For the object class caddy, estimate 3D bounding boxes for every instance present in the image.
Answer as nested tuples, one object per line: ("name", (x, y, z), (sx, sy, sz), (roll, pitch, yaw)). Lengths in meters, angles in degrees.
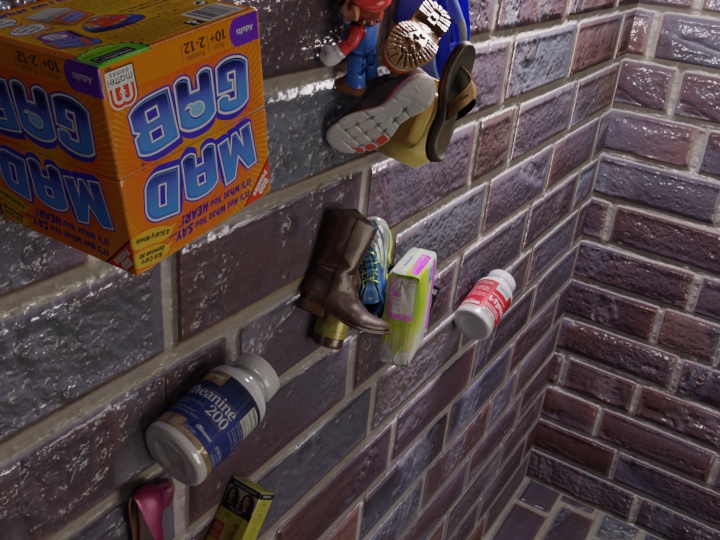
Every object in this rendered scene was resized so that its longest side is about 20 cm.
("caddy", (0.145, -0.437, 1.364), (0.141, 0.105, 0.200), (-52, 148, -29))

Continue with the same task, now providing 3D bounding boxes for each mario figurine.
("mario figurine", (-0.012, -0.383, 1.176), (0.200, 0.106, 0.124), (97, -8, -45))

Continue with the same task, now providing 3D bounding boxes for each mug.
("mug", (0.087, -0.270, 1.345), (0.186, 0.149, 0.154), (6, 111, -64))

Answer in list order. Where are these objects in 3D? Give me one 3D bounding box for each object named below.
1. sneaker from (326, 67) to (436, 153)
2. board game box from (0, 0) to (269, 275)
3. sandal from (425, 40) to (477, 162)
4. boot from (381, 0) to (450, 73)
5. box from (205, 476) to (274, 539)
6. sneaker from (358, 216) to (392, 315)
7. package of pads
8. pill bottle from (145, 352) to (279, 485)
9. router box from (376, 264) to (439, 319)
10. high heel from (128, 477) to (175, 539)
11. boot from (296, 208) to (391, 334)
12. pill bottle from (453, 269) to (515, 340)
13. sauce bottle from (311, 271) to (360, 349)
("sneaker", (0.033, -0.265, 1.248), (0.077, 0.200, 0.082), (52, 17, -37))
("board game box", (-0.234, -0.153, 0.752), (0.200, 0.199, 0.200), (-41, 142, -44))
("sandal", (0.157, -0.269, 1.235), (0.082, 0.054, 0.201), (-11, 121, -58))
("boot", (0.072, -0.352, 1.222), (0.107, 0.075, 0.200), (-39, -169, 42))
("box", (-0.227, 0.469, 1.325), (0.050, 0.075, 0.201), (32, 80, -60))
("sneaker", (0.027, 0.003, 1.435), (0.105, 0.075, 0.201), (-102, -168, -56))
("package of pads", (0.095, 0.073, 1.493), (0.155, 0.068, 0.201), (-47, 145, -62))
("pill bottle", (-0.214, 0.214, 1.134), (0.200, 0.111, 0.111), (-44, 143, -41))
("router box", (0.094, 0.081, 1.667), (0.200, 0.062, 0.150), (26, 86, -63))
("high heel", (-0.319, 0.409, 1.108), (0.096, 0.067, 0.201), (6, 98, -72))
("boot", (0.000, 0.000, 1.342), (0.064, 0.186, 0.201), (-164, -86, -76))
("pill bottle", (0.350, 0.090, 2.094), (0.200, 0.112, 0.113), (-48, 146, -37))
("sauce bottle", (-0.036, 0.043, 1.402), (0.065, 0.065, 0.201), (6, 101, -62))
